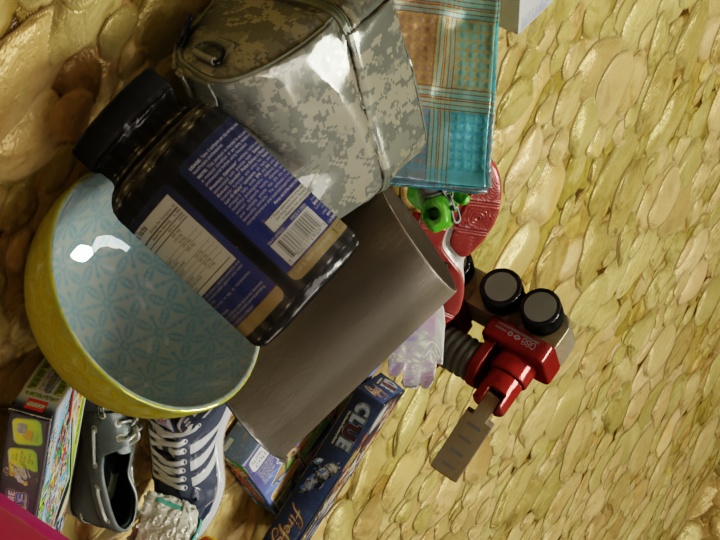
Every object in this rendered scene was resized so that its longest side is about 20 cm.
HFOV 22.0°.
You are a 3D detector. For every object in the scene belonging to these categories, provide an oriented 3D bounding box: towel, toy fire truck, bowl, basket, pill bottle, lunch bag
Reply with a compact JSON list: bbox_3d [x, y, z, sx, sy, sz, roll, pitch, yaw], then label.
[{"bbox_3d":[0.050,-0.170,1.596,0.147,0.022,0.200,3,92,-17],"label":"towel"},{"bbox_3d":[0.111,0.103,1.968,0.200,0.176,0.129,-54,154,-17],"label":"toy fire truck"},{"bbox_3d":[-0.184,0.029,1.402,0.108,0.200,0.200,-27,180,39],"label":"bowl"},{"bbox_3d":[-0.032,0.028,1.539,0.200,0.180,0.136,-34,169,9],"label":"basket"},{"bbox_3d":[-0.108,-0.049,1.344,0.112,0.200,0.112,-46,-177,3],"label":"pill bottle"},{"bbox_3d":[-0.057,-0.133,1.450,0.168,0.139,0.200,-48,142,-32],"label":"lunch bag"}]

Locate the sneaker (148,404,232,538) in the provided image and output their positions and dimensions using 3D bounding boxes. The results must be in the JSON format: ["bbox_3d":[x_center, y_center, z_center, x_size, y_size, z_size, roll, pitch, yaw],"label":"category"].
[{"bbox_3d":[-0.163,0.152,1.626,0.108,0.070,0.200,-9,115,-65],"label":"sneaker"}]

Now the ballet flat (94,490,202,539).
[{"bbox_3d":[-0.216,0.264,1.637,0.200,0.072,0.072,-50,160,23],"label":"ballet flat"}]

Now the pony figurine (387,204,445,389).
[{"bbox_3d":[0.000,0.000,1.705,0.200,0.166,0.193,52,48,-65],"label":"pony figurine"}]

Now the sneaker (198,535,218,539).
[{"bbox_3d":[-0.169,0.356,1.818,0.077,0.073,0.200,-25,139,-66],"label":"sneaker"}]

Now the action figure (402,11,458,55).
[{"bbox_3d":[0.057,-0.225,1.651,0.200,0.118,0.055,-39,130,-23],"label":"action figure"}]

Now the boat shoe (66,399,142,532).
[{"bbox_3d":[-0.202,0.131,1.544,0.073,0.062,0.200,-25,136,-52],"label":"boat shoe"}]

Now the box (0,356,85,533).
[{"bbox_3d":[-0.257,0.170,1.463,0.110,0.035,0.200,-69,174,-63],"label":"box"}]

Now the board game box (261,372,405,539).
[{"bbox_3d":[-0.029,0.203,1.894,0.200,0.035,0.135,-58,173,8],"label":"board game box"}]

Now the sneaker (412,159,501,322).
[{"bbox_3d":[0.076,-0.054,1.843,0.078,0.116,0.200,9,124,-20],"label":"sneaker"}]

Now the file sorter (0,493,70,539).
[{"bbox_3d":[-0.314,0.277,1.389,0.125,0.139,0.200,-24,135,-50],"label":"file sorter"}]

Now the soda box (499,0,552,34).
[{"bbox_3d":[0.142,-0.325,1.737,0.064,0.068,0.200,-44,149,-33],"label":"soda box"}]

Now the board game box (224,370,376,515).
[{"bbox_3d":[-0.056,0.133,1.847,0.200,0.034,0.135,-55,154,-18],"label":"board game box"}]

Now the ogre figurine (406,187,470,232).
[{"bbox_3d":[0.056,-0.129,1.694,0.200,0.098,0.120,-63,143,-50],"label":"ogre figurine"}]
